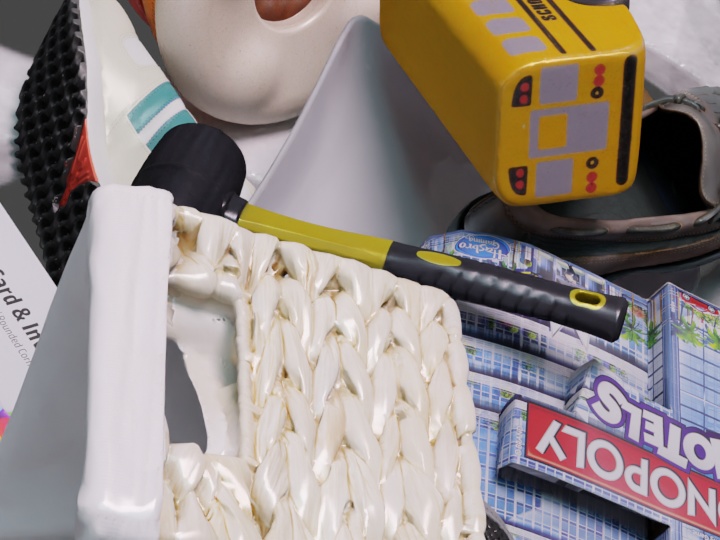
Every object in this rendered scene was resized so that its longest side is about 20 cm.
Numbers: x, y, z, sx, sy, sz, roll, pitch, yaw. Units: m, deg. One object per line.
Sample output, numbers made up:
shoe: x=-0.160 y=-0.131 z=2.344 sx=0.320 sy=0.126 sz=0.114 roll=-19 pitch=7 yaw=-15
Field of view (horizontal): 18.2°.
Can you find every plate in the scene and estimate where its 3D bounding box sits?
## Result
plate: x=0.042 y=0.007 z=0.957 sx=0.199 sy=0.032 sz=0.200 roll=34 pitch=43 yaw=-7

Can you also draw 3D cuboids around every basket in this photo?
basket: x=-0.051 y=0.095 z=0.698 sx=0.122 sy=0.201 sz=0.136 roll=12 pitch=44 yaw=-17

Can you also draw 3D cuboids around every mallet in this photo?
mallet: x=0.000 y=0.000 z=0.849 sx=0.199 sy=0.041 sz=0.066 roll=20 pitch=45 yaw=15

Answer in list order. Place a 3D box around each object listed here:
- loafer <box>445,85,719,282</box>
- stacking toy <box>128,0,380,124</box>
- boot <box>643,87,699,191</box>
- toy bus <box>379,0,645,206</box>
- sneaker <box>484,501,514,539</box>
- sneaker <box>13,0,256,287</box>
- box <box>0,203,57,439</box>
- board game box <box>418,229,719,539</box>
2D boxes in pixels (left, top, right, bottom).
loafer: x=0.128 y=-0.038 z=0.963 sx=0.199 sy=0.063 sz=0.072 roll=-23 pitch=71 yaw=-33
stacking toy: x=-0.082 y=-0.172 z=1.066 sx=0.145 sy=0.147 sz=0.200 roll=-20 pitch=41 yaw=-34
boot: x=0.113 y=-0.085 z=1.054 sx=0.199 sy=0.076 sz=0.074 roll=35 pitch=3 yaw=14
toy bus: x=0.061 y=-0.100 z=0.946 sx=0.078 sy=0.066 sz=0.200 roll=-8 pitch=30 yaw=-14
sneaker: x=0.031 y=0.156 z=0.727 sx=0.078 sy=0.077 sz=0.201 roll=6 pitch=56 yaw=-7
sneaker: x=-0.088 y=-0.037 z=0.966 sx=0.093 sy=0.070 sz=0.201 roll=13 pitch=41 yaw=-31
box: x=-0.195 y=0.056 z=0.846 sx=0.199 sy=0.041 sz=0.156 roll=-17 pitch=55 yaw=-33
board game box: x=0.105 y=0.097 z=0.863 sx=0.199 sy=0.062 sz=0.201 roll=24 pitch=46 yaw=-22
